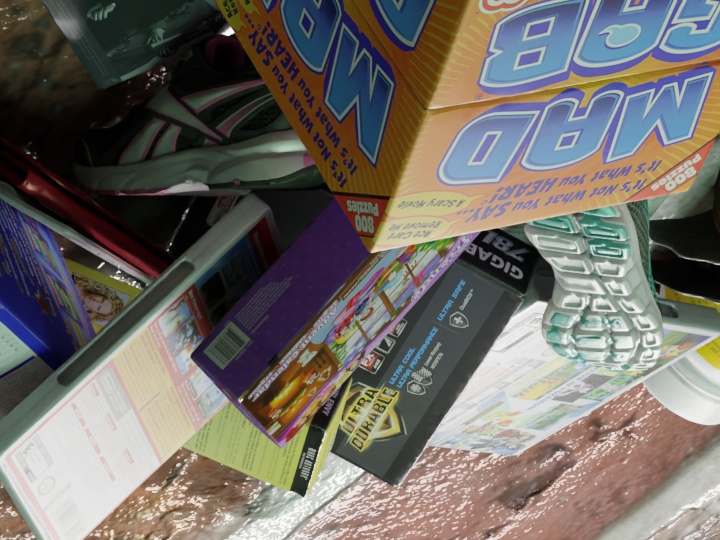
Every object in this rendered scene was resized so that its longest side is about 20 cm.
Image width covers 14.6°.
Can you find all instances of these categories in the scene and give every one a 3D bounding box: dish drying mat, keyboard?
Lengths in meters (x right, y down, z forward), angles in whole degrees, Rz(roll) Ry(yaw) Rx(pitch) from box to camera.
[{"bbox_3d":[-0.133,-0.017,1.606,0.200,0.077,0.018,35,88,-37],"label":"dish drying mat"},{"bbox_3d":[-0.159,-0.017,1.611,0.011,0.056,0.200,-56,165,-1],"label":"keyboard"}]

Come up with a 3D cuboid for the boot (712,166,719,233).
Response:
[{"bbox_3d":[0.296,-0.060,1.702,0.154,0.200,0.077,15,112,7],"label":"boot"}]

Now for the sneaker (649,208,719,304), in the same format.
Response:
[{"bbox_3d":[0.276,-0.023,1.759,0.199,0.104,0.060,-26,139,-31],"label":"sneaker"}]

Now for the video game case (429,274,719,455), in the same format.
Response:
[{"bbox_3d":[0.104,0.064,1.811,0.182,0.022,0.200,10,146,-43],"label":"video game case"}]

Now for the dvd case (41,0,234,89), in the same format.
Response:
[{"bbox_3d":[-0.075,-0.179,1.493,0.199,0.025,0.150,-24,148,3],"label":"dvd case"}]

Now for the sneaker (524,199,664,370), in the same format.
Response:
[{"bbox_3d":[0.146,-0.016,1.649,0.077,0.092,0.200,9,147,14],"label":"sneaker"}]

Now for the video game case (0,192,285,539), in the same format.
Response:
[{"bbox_3d":[-0.114,0.061,1.541,0.200,0.017,0.143,-43,154,-14],"label":"video game case"}]

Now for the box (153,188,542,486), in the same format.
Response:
[{"bbox_3d":[-0.020,0.016,1.699,0.198,0.050,0.200,28,134,-4],"label":"box"}]

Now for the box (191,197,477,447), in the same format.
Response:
[{"bbox_3d":[0.000,0.000,1.538,0.200,0.039,0.137,-48,165,-5],"label":"box"}]

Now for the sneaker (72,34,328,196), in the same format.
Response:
[{"bbox_3d":[-0.083,-0.085,1.550,0.080,0.087,0.199,1,178,-44],"label":"sneaker"}]

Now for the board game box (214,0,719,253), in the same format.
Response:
[{"bbox_3d":[0.070,-0.162,1.399,0.199,0.200,0.200,-11,143,-29],"label":"board game box"}]

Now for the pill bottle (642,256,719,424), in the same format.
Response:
[{"bbox_3d":[0.274,0.010,1.901,0.114,0.115,0.200,5,140,-36],"label":"pill bottle"}]

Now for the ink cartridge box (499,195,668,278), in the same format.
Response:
[{"bbox_3d":[0.090,-0.038,1.746,0.146,0.086,0.200,2,144,-33],"label":"ink cartridge box"}]

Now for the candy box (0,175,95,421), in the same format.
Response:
[{"bbox_3d":[-0.221,-0.002,1.539,0.077,0.170,0.200,-30,147,5],"label":"candy box"}]

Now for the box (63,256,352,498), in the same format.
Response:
[{"bbox_3d":[-0.109,0.064,1.711,0.199,0.050,0.075,21,140,5],"label":"box"}]
